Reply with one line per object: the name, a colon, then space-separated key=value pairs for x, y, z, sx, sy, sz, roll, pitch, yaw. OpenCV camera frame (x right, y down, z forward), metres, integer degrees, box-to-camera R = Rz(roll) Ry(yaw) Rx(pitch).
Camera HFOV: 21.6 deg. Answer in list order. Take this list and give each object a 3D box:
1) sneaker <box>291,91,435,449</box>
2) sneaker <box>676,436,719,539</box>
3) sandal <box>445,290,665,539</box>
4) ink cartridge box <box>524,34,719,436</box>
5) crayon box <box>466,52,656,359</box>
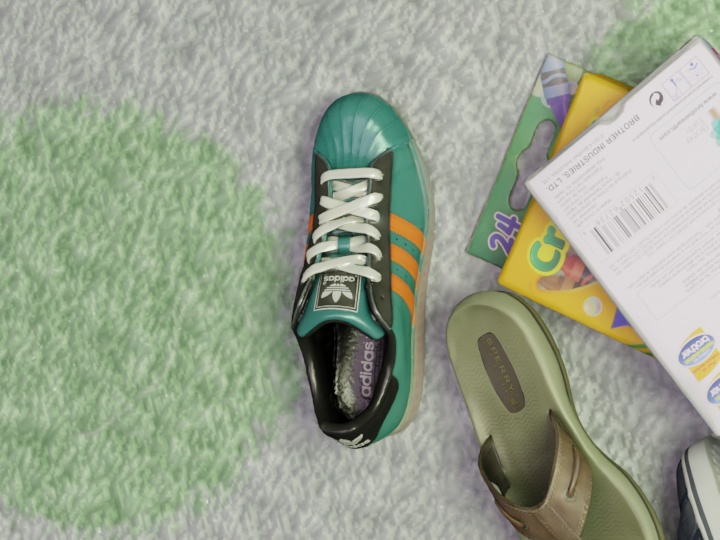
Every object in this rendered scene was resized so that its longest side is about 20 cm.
sneaker: x=0.000 y=0.000 z=1.063 sx=0.071 sy=0.080 sz=0.202 roll=-3 pitch=93 yaw=18
sneaker: x=0.194 y=0.191 z=1.000 sx=0.079 sy=0.078 sz=0.202 roll=-31 pitch=61 yaw=26
sandal: x=0.093 y=0.107 z=1.013 sx=0.080 sy=0.057 sz=0.202 roll=-36 pitch=77 yaw=32
ink cartridge box: x=0.190 y=-0.005 z=0.970 sx=0.119 sy=0.042 sz=0.201 roll=-39 pitch=80 yaw=17
crayon box: x=0.162 y=-0.023 z=1.025 sx=0.199 sy=0.052 sz=0.127 roll=25 pitch=101 yaw=15
